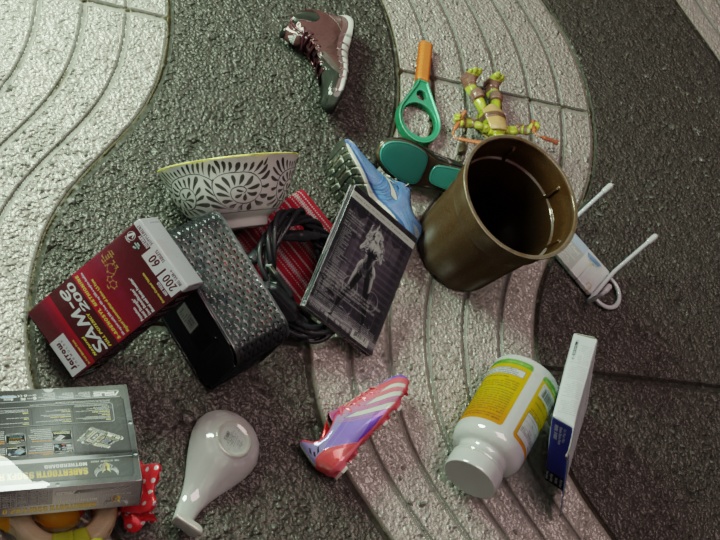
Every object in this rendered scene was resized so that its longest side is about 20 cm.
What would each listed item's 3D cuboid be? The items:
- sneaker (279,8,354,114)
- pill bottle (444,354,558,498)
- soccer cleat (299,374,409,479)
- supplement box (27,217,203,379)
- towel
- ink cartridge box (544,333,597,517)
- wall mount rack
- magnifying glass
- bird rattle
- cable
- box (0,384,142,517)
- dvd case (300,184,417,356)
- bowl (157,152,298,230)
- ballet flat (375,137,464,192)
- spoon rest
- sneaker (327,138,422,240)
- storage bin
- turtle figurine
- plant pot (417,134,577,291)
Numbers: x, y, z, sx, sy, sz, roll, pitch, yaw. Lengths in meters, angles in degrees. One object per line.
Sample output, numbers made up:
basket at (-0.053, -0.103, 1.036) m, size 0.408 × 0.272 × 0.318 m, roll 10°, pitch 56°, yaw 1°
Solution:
sneaker at (-0.077, -0.338, 1.891) m, size 0.114 × 0.076 × 0.201 m, roll 17°, pitch 50°, yaw -15°
pill bottle at (0.203, 0.230, 1.746) m, size 0.111 × 0.111 × 0.200 m, roll 41°, pitch 55°, yaw -5°
soccer cleat at (-0.003, 0.205, 1.679) m, size 0.076 × 0.067 × 0.200 m, roll 42°, pitch 58°, yaw 1°
supplement box at (-0.312, 0.035, 1.517) m, size 0.109 × 0.199 × 0.061 m, roll 53°, pitch 13°, yaw 4°
towel at (-0.109, -0.017, 1.748) m, size 0.145 × 0.022 × 0.200 m, roll 50°, pitch 54°, yaw 1°
ink cartridge box at (0.303, 0.229, 1.756) m, size 0.040 × 0.200 × 0.201 m, roll 12°, pitch 55°, yaw 14°
wall mount rack at (0.398, -0.043, 1.998) m, size 0.200 × 0.075 × 0.174 m, roll 49°, pitch 55°, yaw -1°
magnifying glass at (0.101, -0.296, 1.989) m, size 0.079 × 0.022 × 0.202 m, roll 17°, pitch 60°, yaw -20°
bird rattle at (-0.340, 0.289, 1.442) m, size 0.162 × 0.113 × 0.201 m, roll 27°, pitch 53°, yaw 5°
cable at (-0.077, 0.008, 1.704) m, size 0.200 × 0.051 × 0.164 m, roll 45°, pitch 50°, yaw -29°
box at (-0.369, 0.214, 1.432) m, size 0.198 × 0.049 × 0.159 m, roll -2°, pitch 42°, yaw -20°
dvd case at (0.000, 0.000, 1.724) m, size 0.148 × 0.016 × 0.201 m, roll 38°, pitch 64°, yaw -36°
bowl at (-0.178, -0.105, 1.667) m, size 0.199 × 0.200 × 0.095 m, roll -9°, pitch 91°, yaw -31°
ballet flat at (0.097, -0.165, 1.902) m, size 0.199 × 0.068 × 0.068 m, roll 21°, pitch 102°, yaw -29°
spoon rest at (-0.196, 0.265, 1.560) m, size 0.099 × 0.061 × 0.201 m, roll 37°, pitch 42°, yaw -10°
sneaker at (0.025, -0.117, 1.842) m, size 0.089 × 0.078 × 0.201 m, roll -38°, pitch 96°, yaw -42°
storage bin at (-0.200, 0.041, 1.602) m, size 0.093 × 0.135 × 0.201 m, roll -27°, pitch 82°, yaw -35°
turtle figurine at (0.230, -0.260, 2.015) m, size 0.198 × 0.065 × 0.163 m, roll 0°, pitch 60°, yaw -19°
plant pot at (0.196, -0.071, 1.828) m, size 0.198 × 0.198 × 0.202 m, roll 12°, pitch 62°, yaw -22°
